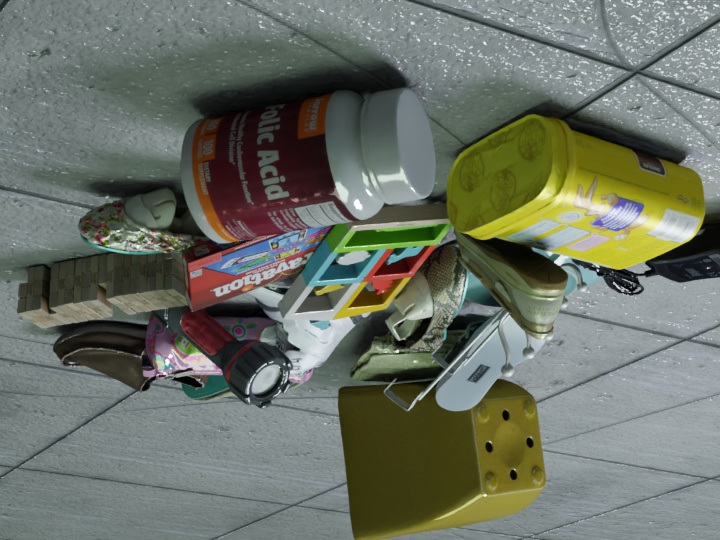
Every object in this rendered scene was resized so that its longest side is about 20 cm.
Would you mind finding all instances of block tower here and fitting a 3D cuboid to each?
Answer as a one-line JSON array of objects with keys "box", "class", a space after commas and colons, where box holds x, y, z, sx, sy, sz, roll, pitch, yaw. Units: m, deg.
[{"box": [-0.271, 0.017, 1.773, 0.200, 0.054, 0.058, -9, 157, 19], "class": "block tower"}]

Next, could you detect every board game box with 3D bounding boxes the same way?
[{"box": [-0.077, -0.022, 1.606, 0.200, 0.019, 0.103, -21, 156, -14], "class": "board game box"}]

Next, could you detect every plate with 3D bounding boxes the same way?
[{"box": [0.171, 0.007, 1.794, 0.200, 0.026, 0.200, 0, 159, 0], "class": "plate"}]

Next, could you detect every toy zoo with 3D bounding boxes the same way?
[{"box": [0.000, 0.000, 1.669, 0.131, 0.020, 0.200, -6, 149, -33], "class": "toy zoo"}]

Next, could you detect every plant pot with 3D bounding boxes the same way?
[{"box": [0.117, 0.224, 2.029, 0.195, 0.195, 0.200, 0, 171, -43], "class": "plant pot"}]

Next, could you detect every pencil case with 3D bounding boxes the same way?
[{"box": [-0.154, 0.090, 1.920, 0.200, 0.088, 0.087, 2, 158, -9], "class": "pencil case"}]

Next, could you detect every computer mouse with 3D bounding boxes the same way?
[{"box": [0.318, -0.028, 1.691, 0.200, 0.046, 0.140, -13, 152, 40], "class": "computer mouse"}]

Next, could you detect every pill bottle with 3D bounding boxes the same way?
[{"box": [-0.044, -0.093, 1.420, 0.200, 0.114, 0.114, -10, 156, 21], "class": "pill bottle"}]

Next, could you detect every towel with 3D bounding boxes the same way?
[{"box": [0.094, 0.106, 1.995, 0.200, 0.037, 0.148, -3, 164, -11], "class": "towel"}]

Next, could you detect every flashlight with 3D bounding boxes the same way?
[{"box": [-0.155, 0.070, 1.758, 0.200, 0.068, 0.068, 38, -166, 37], "class": "flashlight"}]

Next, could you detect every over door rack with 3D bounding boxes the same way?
[{"box": [0.139, 0.077, 1.707, 0.200, 0.067, 0.148, -37, 176, 27], "class": "over door rack"}]

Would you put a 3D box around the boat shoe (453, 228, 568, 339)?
[{"box": [0.141, 0.002, 1.598, 0.073, 0.063, 0.201, 0, -160, -22], "class": "boat shoe"}]

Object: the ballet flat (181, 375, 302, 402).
[{"box": [-0.136, 0.121, 2.050, 0.200, 0.068, 0.062, -10, -175, 31], "class": "ballet flat"}]

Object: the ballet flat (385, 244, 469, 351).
[{"box": [0.066, 0.041, 1.773, 0.075, 0.068, 0.200, -17, 158, -16], "class": "ballet flat"}]

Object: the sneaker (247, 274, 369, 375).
[{"box": [-0.083, 0.048, 1.763, 0.200, 0.075, 0.115, 16, 115, -43], "class": "sneaker"}]

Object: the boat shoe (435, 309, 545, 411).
[{"box": [0.149, 0.082, 1.868, 0.074, 0.068, 0.199, 17, 137, -16], "class": "boat shoe"}]

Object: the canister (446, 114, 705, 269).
[{"box": [0.202, -0.067, 1.528, 0.200, 0.087, 0.148, 14, 155, -34], "class": "canister"}]

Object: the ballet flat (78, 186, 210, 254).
[{"box": [-0.176, -0.050, 1.614, 0.200, 0.076, 0.064, 6, 127, -27], "class": "ballet flat"}]

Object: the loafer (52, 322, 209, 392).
[{"box": [-0.271, 0.108, 1.978, 0.200, 0.071, 0.073, 2, 158, -6], "class": "loafer"}]

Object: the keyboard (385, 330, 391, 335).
[{"box": [0.071, 0.062, 1.936, 0.056, 0.011, 0.200, 9, 161, -8], "class": "keyboard"}]
